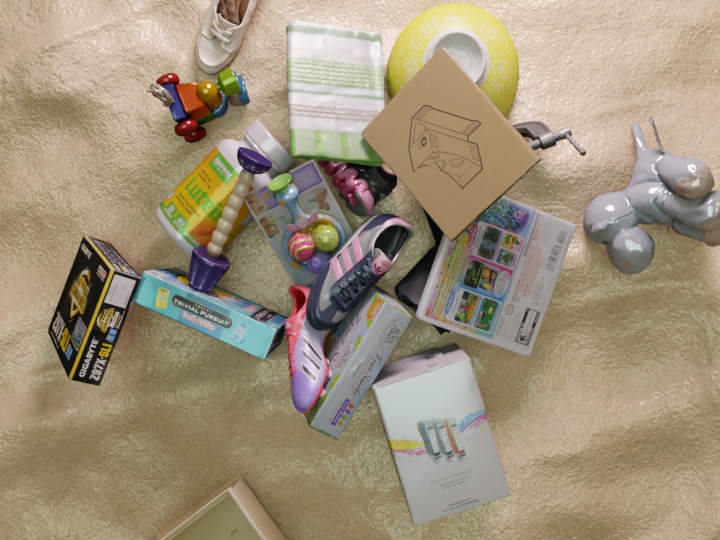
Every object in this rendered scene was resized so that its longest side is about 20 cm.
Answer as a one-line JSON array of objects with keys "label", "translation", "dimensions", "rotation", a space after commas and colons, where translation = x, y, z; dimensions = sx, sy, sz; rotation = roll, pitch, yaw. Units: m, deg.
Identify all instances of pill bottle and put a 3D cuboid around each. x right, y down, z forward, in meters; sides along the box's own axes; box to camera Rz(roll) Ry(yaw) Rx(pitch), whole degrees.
[{"label": "pill bottle", "translation": [-0.191, -0.117, 1.190], "dimensions": [0.200, 0.111, 0.111], "rotation": [-45, 90, 4]}]

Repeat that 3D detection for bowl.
[{"label": "bowl", "translation": [0.133, -0.288, 1.167], "dimensions": [0.197, 0.108, 0.204], "rotation": [0, 92, 3]}]

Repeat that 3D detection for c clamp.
[{"label": "c clamp", "translation": [0.196, -0.168, 1.145], "dimensions": [0.197, 0.172, 0.027], "rotation": [-18, 117, 10]}]

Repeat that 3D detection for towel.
[{"label": "towel", "translation": [-0.035, -0.250, 1.171], "dimensions": [0.147, 0.031, 0.203], "rotation": [2, 78, -19]}]

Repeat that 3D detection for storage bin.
[{"label": "storage bin", "translation": [-0.205, 0.450, 1.229], "dimensions": [0.198, 0.094, 0.201], "rotation": [-37, 91, 4]}]

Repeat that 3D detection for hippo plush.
[{"label": "hippo plush", "translation": [0.393, -0.085, 1.138], "dimensions": [0.160, 0.159, 0.201], "rotation": [-35, 91, 3]}]

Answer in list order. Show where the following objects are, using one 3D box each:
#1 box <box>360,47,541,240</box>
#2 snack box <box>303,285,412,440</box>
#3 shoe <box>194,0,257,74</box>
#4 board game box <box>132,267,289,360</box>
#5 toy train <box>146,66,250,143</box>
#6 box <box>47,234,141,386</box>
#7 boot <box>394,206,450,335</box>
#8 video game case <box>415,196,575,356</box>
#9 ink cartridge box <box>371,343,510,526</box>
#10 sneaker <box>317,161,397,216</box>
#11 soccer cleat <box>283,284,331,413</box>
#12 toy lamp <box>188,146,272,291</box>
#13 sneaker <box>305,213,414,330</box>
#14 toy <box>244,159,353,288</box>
[{"label": "box", "translation": [0.117, -0.167, 1.106], "dimensions": [0.163, 0.021, 0.201], "rotation": [-43, 80, 20]}, {"label": "snack box", "translation": [-0.015, 0.122, 1.175], "dimensions": [0.053, 0.142, 0.202], "rotation": [29, 94, -19]}, {"label": "shoe", "translation": [-0.191, -0.384, 1.205], "dimensions": [0.069, 0.053, 0.202], "rotation": [27, 94, 1]}, {"label": "board game box", "translation": [-0.207, 0.057, 1.181], "dimensions": [0.198, 0.151, 0.048], "rotation": [23, 94, 1]}, {"label": "toy train", "translation": [-0.219, -0.247, 1.144], "dimensions": [0.114, 0.200, 0.086], "rotation": [-23, 92, -1]}, {"label": "box", "translation": [-0.383, 0.051, 1.172], "dimensions": [0.049, 0.199, 0.162], "rotation": [18, 97, -32]}, {"label": "boot", "translation": [0.105, -0.027, 1.196], "dimensions": [0.200, 0.076, 0.168], "rotation": [45, 90, -6]}, {"label": "video game case", "translation": [0.192, 0.000, 1.165], "dimensions": [0.180, 0.024, 0.203], "rotation": [19, 93, -13]}, {"label": "ink cartridge box", "translation": [0.107, 0.225, 1.170], "dimensions": [0.143, 0.145, 0.203], "rotation": [-16, 93, -1]}, {"label": "sneaker", "translation": [-0.018, -0.182, 1.208], "dimensions": [0.095, 0.079, 0.201], "rotation": [-34, 92, -17]}, {"label": "soccer cleat", "translation": [-0.081, 0.107, 1.158], "dimensions": [0.076, 0.202, 0.067], "rotation": [28, 135, -22]}, {"label": "toy lamp", "translation": [-0.181, -0.065, 1.120], "dimensions": [0.058, 0.058, 0.202], "rotation": [28, 107, 1]}, {"label": "sneaker", "translation": [0.000, 0.000, 1.148], "dimensions": [0.070, 0.082, 0.201], "rotation": [43, 71, -28]}, {"label": "toy", "translation": [-0.072, -0.046, 1.175], "dimensions": [0.114, 0.047, 0.201], "rotation": [-26, 120, 4]}]
